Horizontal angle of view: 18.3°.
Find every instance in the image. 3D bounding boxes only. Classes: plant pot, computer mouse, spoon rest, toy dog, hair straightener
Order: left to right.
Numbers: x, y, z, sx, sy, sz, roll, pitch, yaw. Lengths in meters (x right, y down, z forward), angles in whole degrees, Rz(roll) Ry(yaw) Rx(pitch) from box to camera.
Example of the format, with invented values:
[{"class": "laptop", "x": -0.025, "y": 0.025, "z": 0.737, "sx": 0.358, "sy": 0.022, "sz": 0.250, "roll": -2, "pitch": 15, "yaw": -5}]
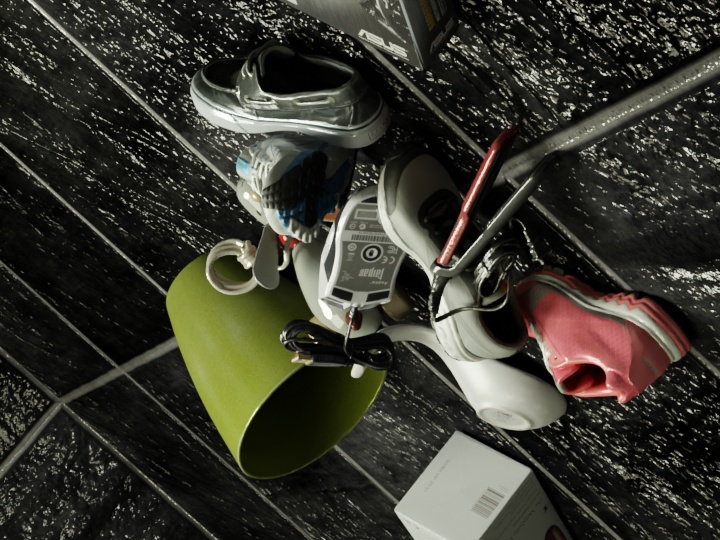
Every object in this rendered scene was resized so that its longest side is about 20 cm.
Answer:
[{"class": "plant pot", "x": -0.104, "y": 0.076, "z": 2.274, "sx": 0.200, "sy": 0.187, "sz": 0.187, "roll": 47, "pitch": 168, "yaw": 29}, {"class": "toy dog", "x": -0.044, "y": -0.002, "z": 2.036, "sx": 0.199, "sy": 0.132, "sz": 0.096, "roll": 30, "pitch": -176, "yaw": 0}, {"class": "computer mouse", "x": 0.000, "y": 0.000, "z": 1.934, "sx": 0.044, "sy": 0.109, "sz": 0.201, "roll": -109, "pitch": 30, "yaw": -52}, {"class": "spoon rest", "x": 0.095, "y": 0.095, "z": 2.041, "sx": 0.199, "sy": 0.061, "sz": 0.099, "roll": 18, "pitch": 159, "yaw": -4}, {"class": "hair straightener", "x": 0.102, "y": -0.020, "z": 1.687, "sx": 0.077, "sy": 0.041, "sz": 0.200, "roll": 36, "pitch": 133, "yaw": 8}]

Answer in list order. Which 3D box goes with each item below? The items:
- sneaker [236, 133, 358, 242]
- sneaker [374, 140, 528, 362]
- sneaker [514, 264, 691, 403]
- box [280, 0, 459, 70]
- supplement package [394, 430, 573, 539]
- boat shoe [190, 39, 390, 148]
[{"class": "sneaker", "x": -0.064, "y": -0.072, "z": 1.797, "sx": 0.086, "sy": 0.075, "sz": 0.200, "roll": 11, "pitch": -169, "yaw": 9}, {"class": "sneaker", "x": 0.079, "y": -0.016, "z": 1.780, "sx": 0.079, "sy": 0.074, "sz": 0.201, "roll": 2, "pitch": 125, "yaw": 54}, {"class": "sneaker", "x": 0.168, "y": 0.055, "z": 1.774, "sx": 0.074, "sy": 0.087, "sz": 0.200, "roll": 50, "pitch": 160, "yaw": -29}, {"class": "box", "x": -0.034, "y": -0.238, "z": 1.544, "sx": 0.199, "sy": 0.048, "sz": 0.159, "roll": 29, "pitch": 160, "yaw": 29}, {"class": "supplement package", "x": 0.140, "y": 0.281, "z": 2.328, "sx": 0.109, "sy": 0.114, "sz": 0.200, "roll": 25, "pitch": 159, "yaw": 40}, {"class": "boat shoe", "x": -0.062, "y": -0.153, "z": 1.792, "sx": 0.199, "sy": 0.072, "sz": 0.071, "roll": 11, "pitch": 141, "yaw": 36}]
